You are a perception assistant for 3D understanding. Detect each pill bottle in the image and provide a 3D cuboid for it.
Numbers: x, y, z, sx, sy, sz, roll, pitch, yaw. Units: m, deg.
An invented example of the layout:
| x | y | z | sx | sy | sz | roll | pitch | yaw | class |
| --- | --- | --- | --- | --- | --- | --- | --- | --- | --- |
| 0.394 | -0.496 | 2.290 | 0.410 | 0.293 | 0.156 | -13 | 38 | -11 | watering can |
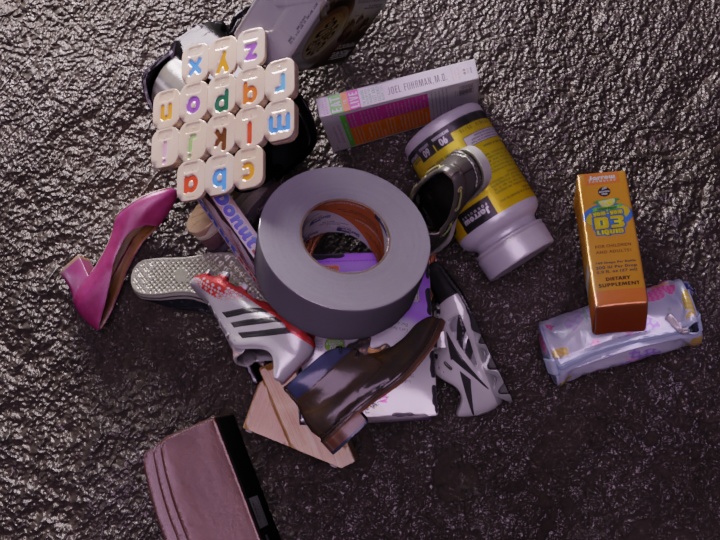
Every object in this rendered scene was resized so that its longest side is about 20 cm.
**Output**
| x | y | z | sx | sy | sz | roll | pitch | yaw | class |
| --- | --- | --- | --- | --- | --- | --- | --- | --- | --- |
| 0.150 | -0.097 | 1.403 | 0.114 | 0.114 | 0.201 | -31 | 82 | 1 | pill bottle |

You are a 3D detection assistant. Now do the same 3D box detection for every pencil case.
| x | y | z | sx | sy | sz | roll | pitch | yaw | class |
| --- | --- | --- | --- | --- | --- | --- | --- | --- | --- |
| 0.318 | 0.078 | 1.382 | 0.198 | 0.091 | 0.084 | -16 | 124 | 4 | pencil case |

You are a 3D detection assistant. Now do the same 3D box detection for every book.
| x | y | z | sx | sy | sz | roll | pitch | yaw | class |
| --- | --- | --- | --- | --- | --- | --- | --- | --- | --- |
| 0.050 | -0.209 | 1.414 | 0.198 | 0.134 | 0.049 | -13 | 82 | 3 | book |

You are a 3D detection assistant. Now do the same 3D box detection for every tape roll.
| x | y | z | sx | sy | sz | roll | pitch | yaw | class |
| --- | --- | --- | --- | --- | --- | --- | --- | --- | --- |
| -0.022 | -0.022 | 1.297 | 0.198 | 0.066 | 0.202 | 6 | 55 | -9 | tape roll |

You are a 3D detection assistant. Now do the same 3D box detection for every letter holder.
| x | y | z | sx | sy | sz | roll | pitch | yaw | class |
| --- | --- | --- | --- | --- | --- | --- | --- | --- | --- |
| -0.196 | 0.300 | 1.396 | 0.141 | 0.101 | 0.202 | -23 | 82 | 4 | letter holder |

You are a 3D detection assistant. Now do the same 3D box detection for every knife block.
| x | y | z | sx | sy | sz | roll | pitch | yaw | class |
| --- | --- | --- | --- | --- | --- | --- | --- | --- | --- |
| -0.071 | 0.135 | 1.421 | 0.198 | 0.064 | 0.177 | 21 | 86 | 7 | knife block |

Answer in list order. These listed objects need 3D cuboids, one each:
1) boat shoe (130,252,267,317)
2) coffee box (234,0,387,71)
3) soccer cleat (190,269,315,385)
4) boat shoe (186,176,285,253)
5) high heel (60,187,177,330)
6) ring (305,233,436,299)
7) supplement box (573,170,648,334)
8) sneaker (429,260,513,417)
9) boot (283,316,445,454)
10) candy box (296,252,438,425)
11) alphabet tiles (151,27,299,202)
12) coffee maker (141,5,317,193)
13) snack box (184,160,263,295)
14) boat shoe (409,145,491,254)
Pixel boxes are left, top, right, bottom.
| x | y | z | sx | sy | sz | roll | pitch | yaw | class |
| --- | --- | --- | --- | --- | --- | --- | --- | --- | --- |
| -0.194 | 0.019 | 1.435 | 0.198 | 0.062 | 0.075 | 1 | 72 | 16 | boat shoe |
| -0.056 | -0.317 | 1.388 | 0.080 | 0.200 | 0.113 | 42 | 116 | 8 | coffee box |
| -0.139 | 0.065 | 1.326 | 0.199 | 0.069 | 0.086 | 26 | 76 | 30 | soccer cleat |
| -0.140 | -0.104 | 1.454 | 0.072 | 0.065 | 0.200 | 21 | 63 | 43 | boat shoe |
| -0.297 | -0.017 | 1.450 | 0.199 | 0.067 | 0.096 | -38 | 72 | 5 | high heel |
| 0.000 | 0.000 | 1.440 | 0.198 | 0.019 | 0.203 | 1 | 83 | -6 | ring |
| 0.302 | -0.024 | 1.365 | 0.066 | 0.069 | 0.202 | -6 | 53 | 7 | supplement box |
| 0.111 | 0.089 | 1.405 | 0.088 | 0.074 | 0.202 | -24 | 85 | 4 | sneaker |
| 0.005 | 0.105 | 1.287 | 0.097 | 0.075 | 0.200 | 43 | 81 | 1 | boot |
| 0.003 | 0.083 | 1.366 | 0.166 | 0.072 | 0.202 | -1 | 78 | -5 | candy box |
| -0.159 | -0.180 | 1.307 | 0.198 | 0.015 | 0.198 | -9 | 72 | 25 | alphabet tiles |
| -0.148 | -0.220 | 1.399 | 0.200 | 0.134 | 0.193 | 41 | 98 | 34 | coffee maker |
| -0.149 | -0.046 | 1.359 | 0.024 | 0.072 | 0.201 | -34 | 88 | -17 | snack box |
| 0.086 | -0.073 | 1.349 | 0.060 | 0.202 | 0.072 | -28 | 74 | -35 | boat shoe |
